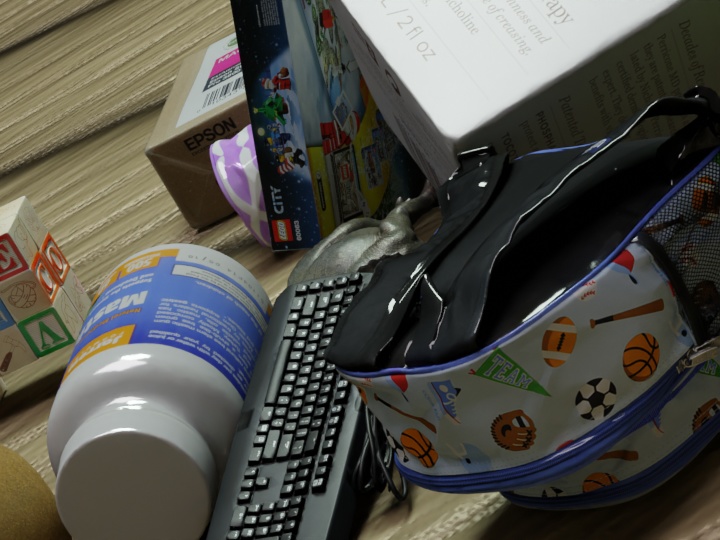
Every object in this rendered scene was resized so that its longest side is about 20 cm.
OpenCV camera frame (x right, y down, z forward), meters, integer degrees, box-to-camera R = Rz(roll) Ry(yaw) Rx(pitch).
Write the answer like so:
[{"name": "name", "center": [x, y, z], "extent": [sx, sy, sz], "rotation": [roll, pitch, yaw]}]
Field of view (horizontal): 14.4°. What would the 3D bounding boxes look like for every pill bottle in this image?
[{"name": "pill bottle", "center": [-0.109, 0.074, 1.548], "extent": [0.112, 0.112, 0.200], "rotation": [-26, 20, 16]}]

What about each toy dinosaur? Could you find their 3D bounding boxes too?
[{"name": "toy dinosaur", "center": [0.000, 0.000, 1.620], "extent": [0.102, 0.077, 0.200], "rotation": [-28, 19, -32]}]

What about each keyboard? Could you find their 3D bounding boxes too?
[{"name": "keyboard", "center": [-0.020, 0.065, 1.463], "extent": [0.104, 0.040, 0.200], "rotation": [-6, 44, 20]}]

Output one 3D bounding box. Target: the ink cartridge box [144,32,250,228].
[{"name": "ink cartridge box", "center": [-0.039, -0.129, 1.985], "extent": [0.200, 0.075, 0.165], "rotation": [-26, 22, 18]}]

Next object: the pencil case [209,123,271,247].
[{"name": "pencil case", "center": [0.000, -0.094, 1.825], "extent": [0.200, 0.084, 0.086], "rotation": [-28, 40, 8]}]

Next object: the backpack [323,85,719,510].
[{"name": "backpack", "center": [0.087, 0.026, 1.319], "extent": [0.190, 0.154, 0.200], "rotation": [-35, 12, -34]}]

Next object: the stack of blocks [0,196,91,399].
[{"name": "stack of blocks", "center": [-0.277, 0.049, 1.852], "extent": [0.200, 0.115, 0.059], "rotation": [-25, 21, 16]}]

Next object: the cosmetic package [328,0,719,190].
[{"name": "cosmetic package", "center": [0.112, -0.125, 1.528], "extent": [0.200, 0.166, 0.167], "rotation": [-33, 54, -4]}]

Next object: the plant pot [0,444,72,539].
[{"name": "plant pot", "center": [-0.252, 0.171, 1.470], "extent": [0.200, 0.187, 0.186], "rotation": [-30, 15, -37]}]

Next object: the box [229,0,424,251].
[{"name": "box", "center": [-0.021, -0.124, 1.707], "extent": [0.038, 0.201, 0.137], "rotation": [-4, 11, 29]}]
